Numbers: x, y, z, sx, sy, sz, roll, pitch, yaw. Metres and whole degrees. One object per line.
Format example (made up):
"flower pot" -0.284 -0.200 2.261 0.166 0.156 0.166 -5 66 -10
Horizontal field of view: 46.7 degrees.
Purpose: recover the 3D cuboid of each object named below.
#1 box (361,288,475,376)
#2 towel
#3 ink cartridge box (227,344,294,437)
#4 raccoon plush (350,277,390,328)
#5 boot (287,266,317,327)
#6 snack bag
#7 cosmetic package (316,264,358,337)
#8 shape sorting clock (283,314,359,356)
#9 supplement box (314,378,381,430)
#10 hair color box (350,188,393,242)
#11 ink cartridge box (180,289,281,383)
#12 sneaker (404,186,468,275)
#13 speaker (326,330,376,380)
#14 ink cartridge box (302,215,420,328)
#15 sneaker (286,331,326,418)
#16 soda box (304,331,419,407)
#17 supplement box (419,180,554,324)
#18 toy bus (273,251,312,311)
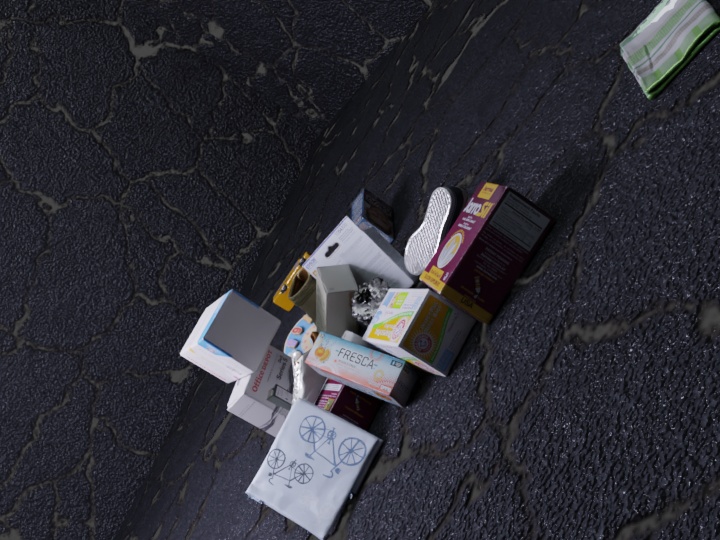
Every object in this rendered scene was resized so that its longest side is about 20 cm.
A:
"box" 0.096 0.103 1.434 0.113 0.101 0.200 -60 14 -10
"towel" 0.469 -0.359 1.279 0.149 0.031 0.201 -51 16 30
"ink cartridge box" -0.161 0.268 1.757 0.084 0.199 0.146 -45 20 41
"raccoon plush" 0.063 0.105 1.654 0.097 0.134 0.200 -43 47 -3
"boot" -0.073 0.036 1.901 0.073 0.156 0.201 -14 37 49
"snack bag" -0.082 0.344 1.451 0.201 0.188 0.021 -61 -30 -15
"cosmetic package" -0.051 0.099 1.768 0.105 0.070 0.201 -113 21 -52
"shape sorting clock" -0.093 0.154 1.942 0.199 0.039 0.201 -18 43 17
"supplement box" -0.053 0.302 1.554 0.201 0.085 0.110 -62 15 -16
"hair color box" 0.030 -0.127 2.136 0.061 0.100 0.200 -50 17 22
"ink cartridge box" -0.279 0.144 1.749 0.200 0.128 0.126 -27 32 59
"sneaker" 0.158 -0.077 1.664 0.079 0.078 0.201 -11 -44 -45
"speaker" -0.043 0.227 1.689 0.201 0.081 0.081 -62 15 -11
"ink cartridge box" 0.000 0.000 1.779 0.196 0.200 0.043 -44 0 42
"sneaker" -0.112 0.212 1.625 0.201 0.084 0.073 -63 3 -24
"soda box" 0.001 0.173 1.478 0.199 0.064 0.069 17 71 36
"supplement box" 0.202 -0.032 1.356 0.201 0.103 0.131 -57 14 1
"toy bus" -0.200 0.032 2.656 0.201 0.065 0.078 -55 13 13
